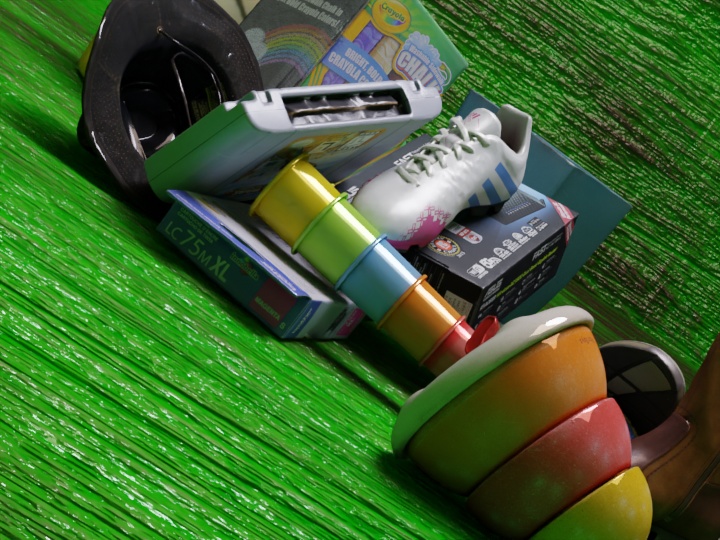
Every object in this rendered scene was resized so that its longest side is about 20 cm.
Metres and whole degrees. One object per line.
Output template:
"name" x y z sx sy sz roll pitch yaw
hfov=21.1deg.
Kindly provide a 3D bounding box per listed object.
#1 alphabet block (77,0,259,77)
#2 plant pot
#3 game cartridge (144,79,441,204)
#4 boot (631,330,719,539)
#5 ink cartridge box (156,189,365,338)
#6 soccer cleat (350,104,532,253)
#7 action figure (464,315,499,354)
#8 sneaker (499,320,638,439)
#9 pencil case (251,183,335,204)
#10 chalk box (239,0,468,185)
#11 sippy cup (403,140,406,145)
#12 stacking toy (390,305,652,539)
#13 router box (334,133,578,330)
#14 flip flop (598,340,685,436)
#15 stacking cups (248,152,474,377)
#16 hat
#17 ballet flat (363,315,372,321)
"alphabet block" -0.114 -0.188 1.740 0.199 0.196 0.196 34 5 -22
"plant pot" 0.123 -0.035 1.826 0.141 0.201 0.141 40 7 34
"game cartridge" -0.050 -0.090 1.378 0.199 0.133 0.042 -10 71 -46
"boot" 0.232 0.106 1.415 0.188 0.201 0.069 34 8 -15
"ink cartridge box" -0.068 -0.002 1.345 0.119 0.042 0.200 40 5 12
"soccer cleat" 0.060 -0.076 1.427 0.070 0.087 0.199 32 30 23
"action figure" 0.133 0.118 1.309 0.065 0.052 0.201 0 -44 40
"sneaker" 0.124 0.107 1.502 0.199 0.076 0.088 35 20 30
"pencil case" -0.102 -0.078 1.531 0.200 0.089 0.088 42 9 27
"chalk box" -0.008 -0.181 1.581 0.124 0.200 0.124 34 -9 49
"sippy cup" 0.021 -0.042 1.728 0.130 0.139 0.179 44 42 -23
"stacking toy" 0.123 0.135 1.149 0.201 0.146 0.146 56 13 15
"router box" 0.063 -0.026 1.501 0.149 0.063 0.200 28 28 17
"flip flop" 0.211 0.106 1.542 0.081 0.057 0.200 55 -23 17
"stacking cups" 0.010 0.011 1.332 0.200 0.061 0.060 46 8 5
"hat" -0.155 -0.115 1.428 0.080 0.202 0.200 -11 -25 36
"ballet flat" 0.000 0.000 1.558 0.200 0.074 0.074 41 8 30
